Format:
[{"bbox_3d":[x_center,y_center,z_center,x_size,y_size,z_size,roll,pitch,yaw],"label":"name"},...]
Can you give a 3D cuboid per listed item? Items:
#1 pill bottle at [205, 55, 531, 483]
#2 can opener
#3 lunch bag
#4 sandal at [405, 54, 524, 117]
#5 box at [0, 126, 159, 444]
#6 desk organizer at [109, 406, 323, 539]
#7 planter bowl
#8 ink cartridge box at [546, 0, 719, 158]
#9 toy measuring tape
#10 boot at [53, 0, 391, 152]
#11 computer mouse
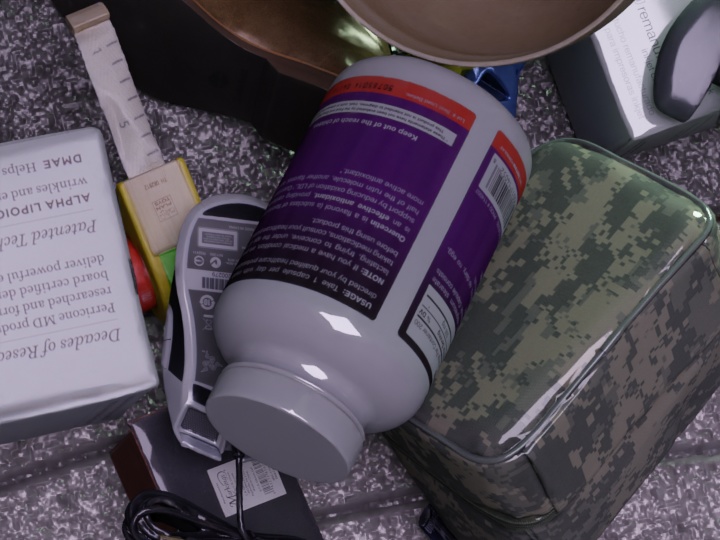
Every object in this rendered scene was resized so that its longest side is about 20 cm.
[{"bbox_3d":[0.000,0.000,1.256,0.112,0.112,0.200,30,65,-5],"label":"pill bottle"},{"bbox_3d":[0.222,-0.166,1.362,0.066,0.053,0.200,28,77,-4],"label":"can opener"},{"bbox_3d":[0.108,0.058,1.347,0.139,0.168,0.200,29,70,41],"label":"lunch bag"},{"bbox_3d":[0.053,-0.067,1.400,0.087,0.079,0.200,29,81,-21],"label":"sandal"},{"bbox_3d":[-0.217,0.026,1.266,0.200,0.199,0.131,-12,85,-12],"label":"box"},{"bbox_3d":[-0.058,0.165,1.337,0.072,0.077,0.200,-22,83,-20],"label":"desk organizer"},{"bbox_3d":[0.080,-0.203,1.309,0.200,0.135,0.201,1,93,19],"label":"planter bowl"},{"bbox_3d":[0.203,-0.161,1.430,0.200,0.088,0.146,-19,85,-14],"label":"ink cartridge box"},{"bbox_3d":[-0.114,-0.043,1.358,0.073,0.074,0.200,-23,94,-13],"label":"toy measuring tape"},{"bbox_3d":[-0.075,-0.132,1.396,0.200,0.074,0.076,27,48,-1],"label":"boot"},{"bbox_3d":[-0.065,0.061,1.298,0.109,0.044,0.200,8,72,-20],"label":"computer mouse"}]
